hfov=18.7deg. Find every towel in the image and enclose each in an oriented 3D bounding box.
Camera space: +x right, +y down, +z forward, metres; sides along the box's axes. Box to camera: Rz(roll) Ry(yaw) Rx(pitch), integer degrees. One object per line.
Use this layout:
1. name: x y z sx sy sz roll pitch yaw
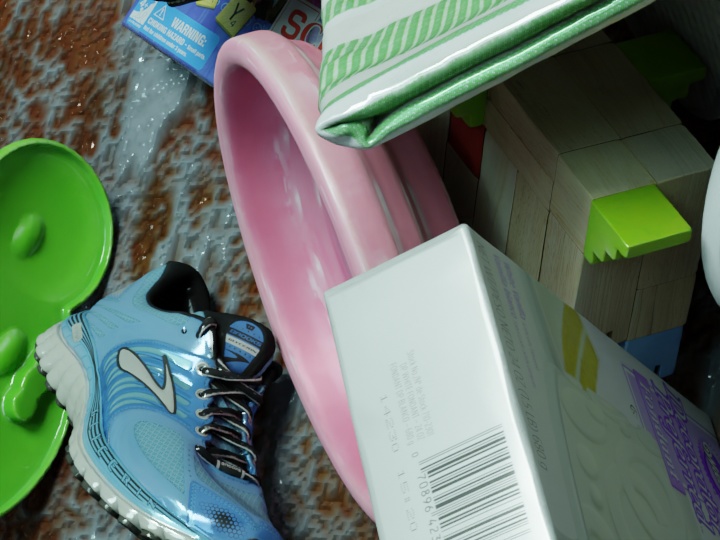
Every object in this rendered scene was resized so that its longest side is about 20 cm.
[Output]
1. towel: 0.049 -0.117 0.755 0.152 0.023 0.200 -28 26 15

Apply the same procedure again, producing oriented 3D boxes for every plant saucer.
1. plant saucer: 0.000 0.000 0.845 0.051 0.201 0.201 -20 53 -13

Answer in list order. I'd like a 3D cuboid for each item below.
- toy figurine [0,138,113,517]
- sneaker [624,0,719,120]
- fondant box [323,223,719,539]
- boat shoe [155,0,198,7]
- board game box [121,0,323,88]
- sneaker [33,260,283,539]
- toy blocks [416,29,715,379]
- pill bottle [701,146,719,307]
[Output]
1. toy figurine: -0.235 0.026 1.037 0.184 0.150 0.200 -3 47 45
2. sneaker: 0.158 -0.116 0.798 0.104 0.200 0.075 -32 89 -5
3. fondant box: 0.074 0.089 0.724 0.058 0.200 0.145 -26 57 20
4. boat shoe: 0.000 -0.145 0.915 0.199 0.066 0.075 -25 25 16
5. board game box: 0.013 -0.148 0.975 0.200 0.041 0.200 34 92 40
6. sneaker: -0.073 0.056 0.909 0.090 0.078 0.200 -42 38 5
7. toy blocks: 0.065 -0.026 0.829 0.100 0.137 0.200 -15 45 -20
8. pill bottle: 0.218 0.001 0.696 0.200 0.114 0.115 27 87 41
